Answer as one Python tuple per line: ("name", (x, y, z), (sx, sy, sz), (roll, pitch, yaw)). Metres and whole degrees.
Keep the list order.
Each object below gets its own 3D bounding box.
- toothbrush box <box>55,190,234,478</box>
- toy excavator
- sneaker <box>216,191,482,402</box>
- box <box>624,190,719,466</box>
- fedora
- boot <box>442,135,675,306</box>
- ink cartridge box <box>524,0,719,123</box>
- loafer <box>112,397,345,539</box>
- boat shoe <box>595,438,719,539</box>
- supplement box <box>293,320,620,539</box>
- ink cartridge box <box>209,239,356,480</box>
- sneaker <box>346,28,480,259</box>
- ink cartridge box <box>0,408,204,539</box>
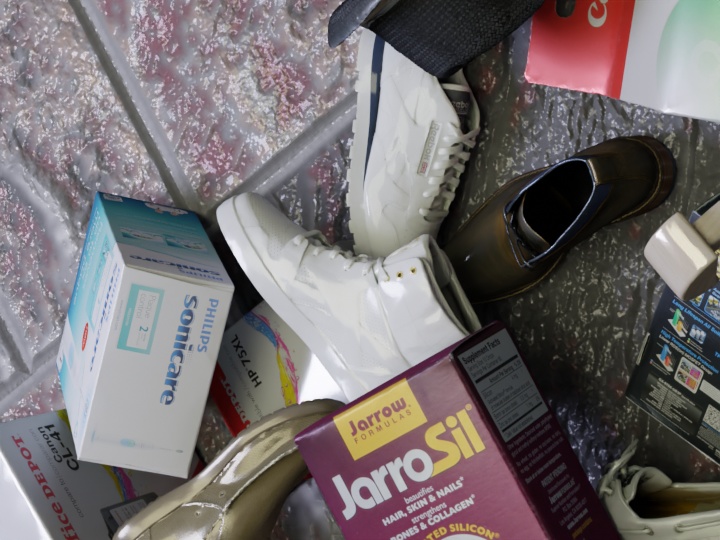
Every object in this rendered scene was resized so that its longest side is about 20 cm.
("toothbrush box", (-0.161, 0.043, 1.462), (0.200, 0.084, 0.148), (-127, 50, -67))
("toy excavator", (0.268, -0.065, 1.172), (0.195, 0.199, 0.100), (-46, 69, 22))
("sneaker", (0.000, 0.000, 1.356), (0.116, 0.074, 0.200), (-44, 82, 22))
("box", (0.271, 0.068, 1.244), (0.199, 0.046, 0.160), (36, 134, 26))
("fedora", (0.071, -0.195, 1.321), (0.092, 0.201, 0.200), (46, 118, -7))
("boot", (0.107, -0.033, 1.342), (0.199, 0.097, 0.075), (-33, 76, 30))
("ink cartridge box", (0.196, -0.187, 1.305), (0.198, 0.050, 0.163), (13, 100, 29))
("loafer", (-0.081, 0.162, 1.395), (0.199, 0.076, 0.068), (-37, 71, 14))
("boat shoe", (0.181, 0.151, 1.299), (0.201, 0.074, 0.087), (1, 118, 42))
("supplement box", (0.071, 0.155, 1.263), (0.130, 0.103, 0.201), (-30, 87, 25))
("ink cartridge box", (-0.041, 0.078, 1.462), (0.200, 0.067, 0.117), (-38, 74, 28))
("sneaker", (0.041, -0.080, 1.395), (0.080, 0.076, 0.202), (2, 93, 25))
("ink cartridge box", (-0.200, 0.180, 1.493), (0.086, 0.199, 0.148), (-42, 73, 28))
